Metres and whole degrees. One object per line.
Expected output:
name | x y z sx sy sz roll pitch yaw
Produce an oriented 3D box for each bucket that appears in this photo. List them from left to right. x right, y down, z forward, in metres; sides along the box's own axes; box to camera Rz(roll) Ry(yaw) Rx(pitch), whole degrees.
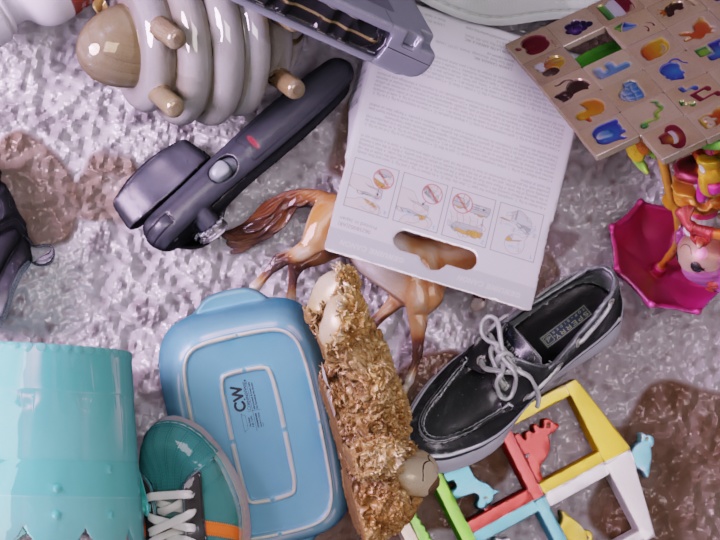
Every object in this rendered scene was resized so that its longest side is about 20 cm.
bucket | -0.243 0.119 1.564 0.206 0.207 0.135 3 84 -8

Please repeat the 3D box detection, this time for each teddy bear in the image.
teddy bear | 0.010 0.090 1.602 0.067 0.145 0.201 -15 94 -6

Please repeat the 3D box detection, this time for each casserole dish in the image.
casserole dish | -0.073 0.113 1.648 0.121 0.039 0.201 -12 98 -4

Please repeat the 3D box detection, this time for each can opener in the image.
can opener | -0.082 -0.085 1.668 0.200 0.063 0.079 -38 91 -9

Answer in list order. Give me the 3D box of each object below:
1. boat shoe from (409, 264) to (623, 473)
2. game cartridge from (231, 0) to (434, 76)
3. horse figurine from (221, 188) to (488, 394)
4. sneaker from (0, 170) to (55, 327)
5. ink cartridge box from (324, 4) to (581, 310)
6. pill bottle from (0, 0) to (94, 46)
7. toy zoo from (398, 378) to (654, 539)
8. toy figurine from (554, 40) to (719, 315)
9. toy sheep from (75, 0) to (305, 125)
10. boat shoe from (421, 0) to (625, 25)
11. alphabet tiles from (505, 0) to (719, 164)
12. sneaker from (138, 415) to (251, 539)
boat shoe | 0.110 0.068 1.672 0.199 0.068 0.074 -33 67 -10
game cartridge | -0.049 -0.207 1.595 0.200 0.134 0.041 22 118 -28
horse figurine | 0.000 0.000 1.682 0.200 0.050 0.133 32 89 -8
sneaker | -0.309 0.013 1.619 0.200 0.075 0.114 -39 90 -12
ink cartridge box | 0.067 -0.083 1.685 0.162 0.057 0.201 16 78 -8
pill bottle | -0.206 -0.245 1.636 0.200 0.112 0.112 -38 92 -9
toy zoo | 0.126 0.168 1.702 0.200 0.020 0.132 -28 90 -9
toy figurine | 0.237 -0.050 1.657 0.150 0.200 0.185 -26 122 -23
toy sheep | -0.105 -0.164 1.637 0.199 0.138 0.138 -6 87 -25
boat shoe | 0.122 -0.215 1.710 0.199 0.060 0.076 8 97 -10
alphabet tiles | 0.212 -0.144 1.611 0.167 0.200 0.008 -25 128 -5
sneaker | -0.118 0.203 1.605 0.071 0.080 0.201 -6 104 24
